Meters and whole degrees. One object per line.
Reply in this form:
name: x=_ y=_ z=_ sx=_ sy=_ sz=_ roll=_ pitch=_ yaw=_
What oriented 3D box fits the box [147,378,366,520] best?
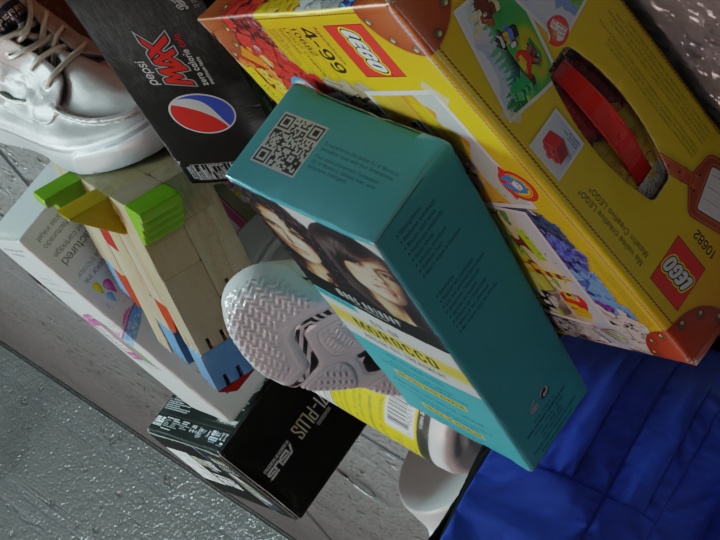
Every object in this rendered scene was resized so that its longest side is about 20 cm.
box: x=-0.068 y=0.099 z=1.145 sx=0.086 sy=0.164 sz=0.200 roll=41 pitch=163 yaw=-18

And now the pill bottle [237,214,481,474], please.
pill bottle: x=0.009 y=0.034 z=0.889 sx=0.199 sy=0.111 sz=0.111 roll=29 pitch=163 yaw=29

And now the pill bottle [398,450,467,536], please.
pill bottle: x=0.126 y=0.208 z=1.134 sx=0.200 sy=0.114 sz=0.114 roll=45 pitch=163 yaw=-29

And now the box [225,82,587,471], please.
box: x=0.027 y=0.010 z=0.598 sx=0.082 sy=0.049 sz=0.200 roll=26 pitch=163 yaw=37

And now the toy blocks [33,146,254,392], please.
toy blocks: x=-0.116 y=-0.009 z=0.850 sx=0.200 sy=0.100 sz=0.137 roll=29 pitch=147 yaw=58

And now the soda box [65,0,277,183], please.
soda box: x=-0.085 y=-0.124 z=0.674 sx=0.063 sy=0.071 sz=0.200 roll=-5 pitch=149 yaw=14

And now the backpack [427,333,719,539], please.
backpack: x=0.144 y=0.135 z=0.729 sx=0.167 sy=0.201 sz=0.163 roll=18 pitch=156 yaw=25

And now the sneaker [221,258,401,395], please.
sneaker: x=0.000 y=0.000 z=0.738 sx=0.199 sy=0.075 sz=0.115 roll=13 pitch=-134 yaw=-43

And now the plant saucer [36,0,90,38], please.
plant saucer: x=-0.158 y=-0.169 z=0.808 sx=0.200 sy=0.032 sz=0.200 roll=33 pitch=165 yaw=10

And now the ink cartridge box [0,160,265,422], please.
ink cartridge box: x=-0.129 y=-0.012 z=0.985 sx=0.200 sy=0.145 sz=0.085 roll=44 pitch=163 yaw=-24

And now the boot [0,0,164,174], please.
boot: x=-0.188 y=-0.119 z=0.832 sx=0.199 sy=0.074 sz=0.096 roll=11 pitch=143 yaw=43

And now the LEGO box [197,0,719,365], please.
LEGO box: x=0.053 y=-0.061 z=0.575 sx=0.200 sy=0.077 sz=0.149 roll=45 pitch=163 yaw=-28
